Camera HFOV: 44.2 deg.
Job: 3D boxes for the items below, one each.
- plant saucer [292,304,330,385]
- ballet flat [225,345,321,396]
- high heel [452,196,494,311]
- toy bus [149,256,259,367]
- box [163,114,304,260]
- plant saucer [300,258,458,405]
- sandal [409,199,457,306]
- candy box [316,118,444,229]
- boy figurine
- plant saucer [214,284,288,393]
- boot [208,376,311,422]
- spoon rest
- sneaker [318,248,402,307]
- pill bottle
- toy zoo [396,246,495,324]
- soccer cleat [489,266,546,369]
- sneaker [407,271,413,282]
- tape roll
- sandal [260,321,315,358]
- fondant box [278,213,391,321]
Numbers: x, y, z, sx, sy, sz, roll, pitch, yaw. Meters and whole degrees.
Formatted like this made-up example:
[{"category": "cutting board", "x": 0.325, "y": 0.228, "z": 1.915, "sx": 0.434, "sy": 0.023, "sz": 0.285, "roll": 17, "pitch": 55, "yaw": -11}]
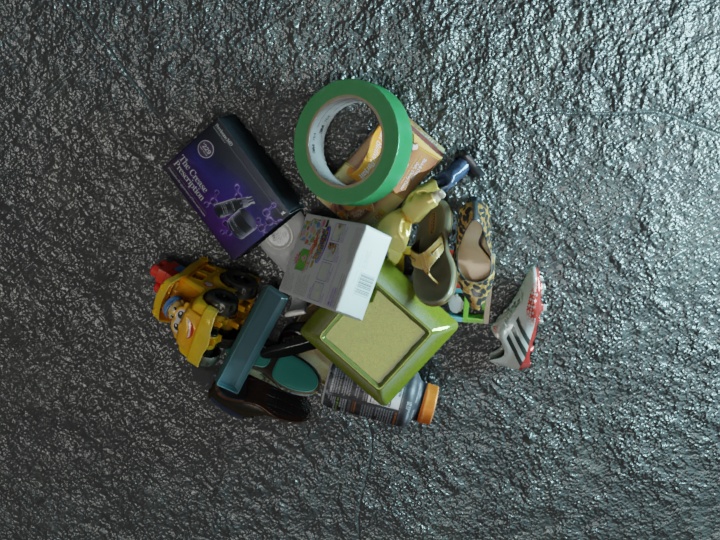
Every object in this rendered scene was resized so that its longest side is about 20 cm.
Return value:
[{"category": "plant saucer", "x": -0.024, "y": 0.129, "z": 1.635, "sx": 0.199, "sy": 0.035, "sz": 0.201, "roll": 3, "pitch": 114, "yaw": 8}, {"category": "ballet flat", "x": -0.157, "y": 0.183, "z": 1.649, "sx": 0.199, "sy": 0.074, "sz": 0.074, "roll": 25, "pitch": 116, "yaw": 17}, {"category": "high heel", "x": 0.186, "y": -0.019, "z": 1.460, "sx": 0.071, "sy": 0.143, "sz": 0.201, "roll": -1, "pitch": 100, "yaw": 8}, {"category": "toy bus", "x": -0.297, "y": 0.054, "z": 1.564, "sx": 0.192, "sy": 0.200, "sz": 0.136, "roll": 28, "pitch": 113, "yaw": 5}, {"category": "box", "x": -0.214, "y": -0.141, "z": 1.508, "sx": 0.141, "sy": 0.079, "sz": 0.200, "roll": -37, "pitch": 91, "yaw": 18}, {"category": "plant saucer", "x": 0.027, "y": 0.102, "z": 1.487, "sx": 0.200, "sy": 0.048, "sz": 0.200, "roll": 41, "pitch": 103, "yaw": 0}, {"category": "sandal", "x": 0.114, "y": -0.034, "z": 1.466, "sx": 0.080, "sy": 0.201, "sz": 0.054, "roll": -14, "pitch": 151, "yaw": 33}, {"category": "candy box", "x": 0.033, "y": -0.163, "z": 1.490, "sx": 0.115, "sy": 0.055, "sz": 0.200, "roll": 40, "pitch": 113, "yaw": -9}, {"category": "boy figurine", "x": 0.110, "y": -0.112, "z": 1.445, "sx": 0.200, "sy": 0.124, "sz": 0.064, "roll": -45, "pitch": 96, "yaw": -4}, {"category": "plant saucer", "x": -0.198, "y": 0.123, "z": 1.600, "sx": 0.019, "sy": 0.070, "sz": 0.201, "roll": 24, "pitch": 82, "yaw": 33}, {"category": "boot", "x": -0.197, "y": 0.249, "z": 1.708, "sx": 0.199, "sy": 0.075, "sz": 0.097, "roll": 25, "pitch": 151, "yaw": -20}, {"category": "spoon rest", "x": -0.130, "y": -0.021, "z": 1.584, "sx": 0.099, "sy": 0.061, "sz": 0.201, "roll": -8, "pitch": 98, "yaw": 11}, {"category": "sneaker", "x": 0.000, "y": 0.000, "z": 1.550, "sx": 0.200, "sy": 0.082, "sz": 0.074, "roll": -40, "pitch": 106, "yaw": 20}, {"category": "pill bottle", "x": 0.037, "y": 0.216, "z": 1.585, "sx": 0.199, "sy": 0.106, "sz": 0.107, "roll": 15, "pitch": 114, "yaw": 2}, {"category": "toy zoo", "x": 0.133, "y": 0.025, "z": 1.574, "sx": 0.199, "sy": 0.020, "sz": 0.132, "roll": 6, "pitch": 113, "yaw": 6}, {"category": "soccer cleat", "x": 0.274, "y": 0.085, "z": 1.554, "sx": 0.085, "sy": 0.069, "sz": 0.201, "roll": 6, "pitch": 118, "yaw": 2}, {"category": "sneaker", "x": 0.076, "y": 0.040, "z": 1.537, "sx": 0.088, "sy": 0.075, "sz": 0.200, "roll": 32, "pitch": 108, "yaw": 6}, {"category": "tape roll", "x": -0.014, "y": -0.206, "z": 1.433, "sx": 0.200, "sy": 0.048, "sz": 0.201, "roll": 1, "pitch": 92, "yaw": 31}, {"category": "sandal", "x": -0.088, "y": 0.111, "z": 1.588, "sx": 0.200, "sy": 0.075, "sz": 0.048, "roll": -21, "pitch": 70, "yaw": 12}, {"category": "fondant box", "x": -0.046, "y": -0.010, "z": 1.469, "sx": 0.058, "sy": 0.200, "sz": 0.145, "roll": 22, "pitch": 86, "yaw": -34}]
